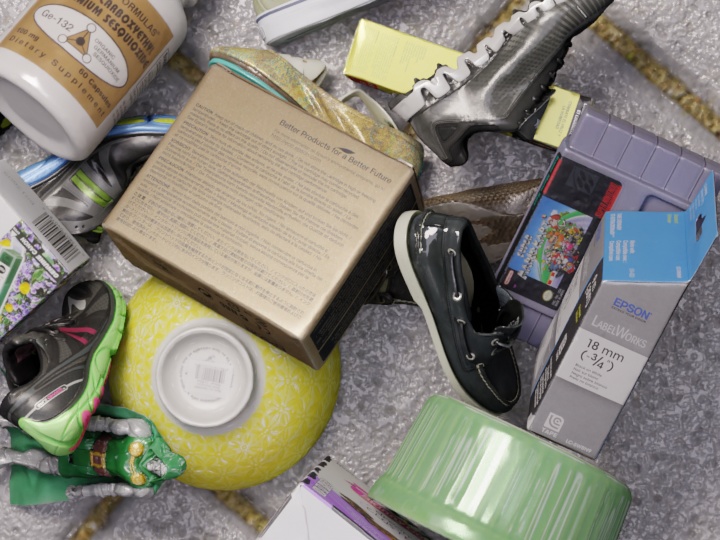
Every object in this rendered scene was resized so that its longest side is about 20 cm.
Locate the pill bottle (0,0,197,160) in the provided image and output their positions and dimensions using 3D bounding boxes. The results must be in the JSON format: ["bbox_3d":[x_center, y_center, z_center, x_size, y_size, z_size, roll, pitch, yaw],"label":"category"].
[{"bbox_3d":[-0.204,-0.197,1.585,0.114,0.114,0.201,36,71,4],"label":"pill bottle"}]

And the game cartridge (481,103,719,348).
[{"bbox_3d":[0.190,-0.019,1.572,0.129,0.038,0.201,22,115,-7],"label":"game cartridge"}]

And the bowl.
[{"bbox_3d":[-0.118,0.084,1.607,0.198,0.108,0.203,0,91,5],"label":"bowl"}]

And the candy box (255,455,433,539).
[{"bbox_3d":[0.008,0.232,1.550,0.167,0.200,0.072,38,93,3],"label":"candy box"}]

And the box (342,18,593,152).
[{"bbox_3d":[0.088,-0.147,1.601,0.198,0.075,0.051,20,93,4],"label":"box"}]

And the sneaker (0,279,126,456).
[{"bbox_3d":[-0.239,0.062,1.575,0.083,0.201,0.077,25,118,-11],"label":"sneaker"}]

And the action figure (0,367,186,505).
[{"bbox_3d":[-0.222,0.147,1.605,0.198,0.055,0.119,3,106,32],"label":"action figure"}]

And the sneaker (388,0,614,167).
[{"bbox_3d":[0.125,-0.150,1.531,0.199,0.066,0.091,-34,89,8],"label":"sneaker"}]

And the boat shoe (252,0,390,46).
[{"bbox_3d":[0.001,-0.246,1.609,0.198,0.072,0.063,-21,91,8],"label":"boat shoe"}]

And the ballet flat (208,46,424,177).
[{"bbox_3d":[-0.032,-0.133,1.622,0.199,0.071,0.071,37,94,4],"label":"ballet flat"}]

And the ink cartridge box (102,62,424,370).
[{"bbox_3d":[-0.074,-0.043,1.551,0.199,0.075,0.165,29,75,22],"label":"ink cartridge box"}]

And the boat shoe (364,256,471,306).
[{"bbox_3d":[0.000,-0.001,1.604,0.199,0.066,0.072,17,128,9],"label":"boat shoe"}]

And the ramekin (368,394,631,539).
[{"bbox_3d":[0.114,0.176,1.546,0.199,0.200,0.098,26,85,4],"label":"ramekin"}]

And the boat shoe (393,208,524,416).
[{"bbox_3d":[0.094,0.033,1.545,0.066,0.075,0.201,-8,121,30],"label":"boat shoe"}]

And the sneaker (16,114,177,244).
[{"bbox_3d":[-0.221,-0.069,1.637,0.198,0.071,0.083,-28,94,10],"label":"sneaker"}]

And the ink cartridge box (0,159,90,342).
[{"bbox_3d":[-0.328,0.016,1.621,0.200,0.050,0.109,-40,94,22],"label":"ink cartridge box"}]

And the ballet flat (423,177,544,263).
[{"bbox_3d":[0.124,-0.048,1.618,0.198,0.047,0.068,-13,121,11],"label":"ballet flat"}]

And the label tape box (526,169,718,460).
[{"bbox_3d":[0.196,0.020,1.493,0.063,0.144,0.201,24,113,-2],"label":"label tape box"}]

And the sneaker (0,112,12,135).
[{"bbox_3d":[-0.339,-0.127,1.645,0.078,0.066,0.200,43,94,7],"label":"sneaker"}]
